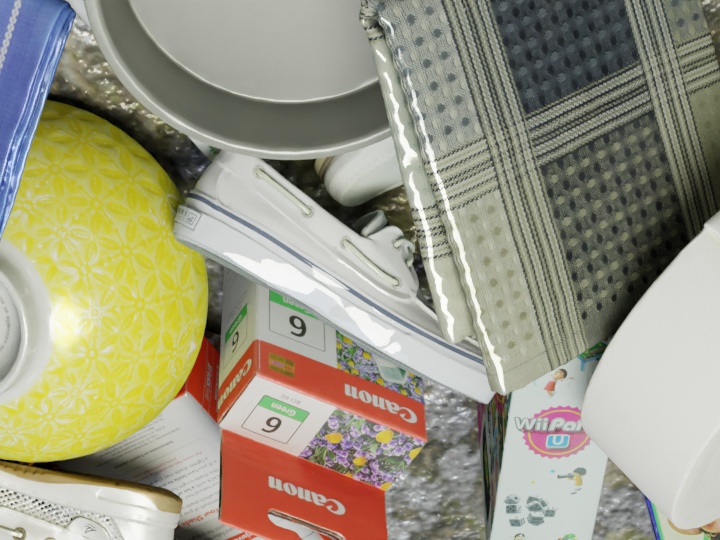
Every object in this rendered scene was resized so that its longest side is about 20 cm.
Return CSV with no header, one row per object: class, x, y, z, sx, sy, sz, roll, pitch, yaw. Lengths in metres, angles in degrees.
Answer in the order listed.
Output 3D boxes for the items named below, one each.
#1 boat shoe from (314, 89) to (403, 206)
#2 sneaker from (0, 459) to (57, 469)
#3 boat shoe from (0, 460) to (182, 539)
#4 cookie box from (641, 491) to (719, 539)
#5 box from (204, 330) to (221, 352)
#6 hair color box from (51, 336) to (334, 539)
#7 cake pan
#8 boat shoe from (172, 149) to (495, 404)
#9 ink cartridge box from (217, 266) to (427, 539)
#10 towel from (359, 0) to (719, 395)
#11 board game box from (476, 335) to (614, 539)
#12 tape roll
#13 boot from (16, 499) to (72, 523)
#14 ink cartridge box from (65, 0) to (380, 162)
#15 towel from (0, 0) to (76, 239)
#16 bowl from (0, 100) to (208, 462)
boat shoe,0.066,-0.080,0.965,0.199,0.069,0.075,-31,168,22
sneaker,-0.205,0.101,1.115,0.199,0.078,0.078,29,122,-25
boat shoe,-0.199,0.140,1.019,0.198,0.070,0.071,8,174,13
cookie box,0.282,0.138,1.119,0.198,0.076,0.171,-18,163,13
box,-0.137,0.047,1.097,0.198,0.039,0.042,21,126,-19
hair color box,-0.085,0.133,1.106,0.101,0.062,0.200,-25,126,18
cake pan,-0.034,-0.146,0.888,0.198,0.037,0.202,-2,128,-2
boat shoe,0.000,0.000,0.972,0.199,0.073,0.067,30,85,-19
ink cartridge box,-0.020,0.065,1.011,0.108,0.201,0.050,23,127,-21
towel,0.100,-0.063,0.889,0.191,0.034,0.202,-26,105,-30
board game box,0.105,0.048,1.039,0.064,0.148,0.201,2,129,-3
tape roll,0.204,0.034,0.923,0.202,0.071,0.203,-34,154,-19
boot,-0.159,0.201,1.101,0.198,0.078,0.139,19,152,15
ink cartridge box,-0.048,-0.165,0.923,0.199,0.041,0.200,-30,124,19
towel,-0.247,-0.096,0.900,0.198,0.024,0.146,22,98,9
bowl,-0.190,0.017,0.970,0.198,0.108,0.202,3,104,14
